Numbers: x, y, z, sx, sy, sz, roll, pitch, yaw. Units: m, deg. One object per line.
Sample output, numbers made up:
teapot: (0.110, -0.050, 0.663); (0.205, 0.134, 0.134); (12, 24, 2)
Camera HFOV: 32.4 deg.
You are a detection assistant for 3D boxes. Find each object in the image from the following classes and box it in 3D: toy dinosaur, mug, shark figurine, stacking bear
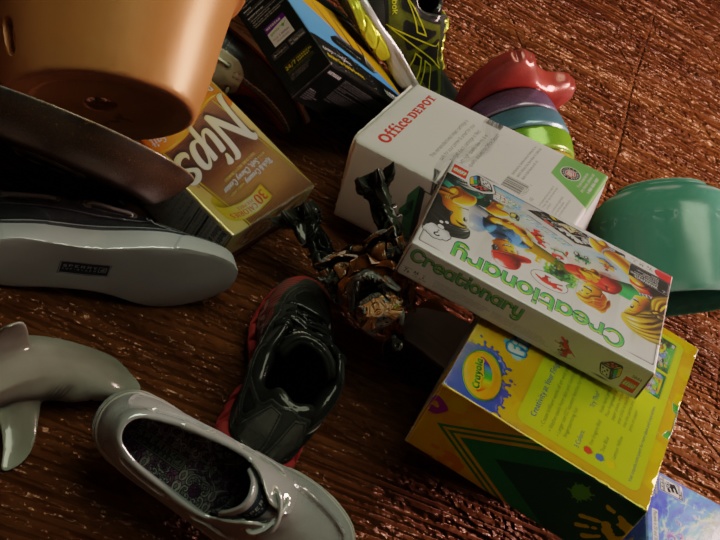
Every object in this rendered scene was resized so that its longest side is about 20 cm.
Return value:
toy dinosaur: (0.000, 0.000, 0.982); (0.102, 0.200, 0.136); (-25, 92, -17)
mug: (0.289, -0.020, 1.205); (0.151, 0.185, 0.115); (1, 78, -19)
shark figurine: (-0.231, 0.076, 0.755); (0.128, 0.090, 0.215); (40, 37, 1)
stacking bear: (0.167, -0.094, 1.218); (0.121, 0.114, 0.201); (15, 54, -48)

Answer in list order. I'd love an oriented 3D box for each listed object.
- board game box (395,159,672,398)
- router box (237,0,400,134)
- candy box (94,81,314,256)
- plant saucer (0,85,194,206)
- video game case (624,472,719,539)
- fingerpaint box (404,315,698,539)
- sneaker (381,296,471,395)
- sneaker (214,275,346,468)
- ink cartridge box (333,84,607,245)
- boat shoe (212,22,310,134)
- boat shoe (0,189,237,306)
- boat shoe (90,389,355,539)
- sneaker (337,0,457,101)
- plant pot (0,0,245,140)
board game box: (0.135, 0.003, 0.938); (0.199, 0.035, 0.126); (28, 39, 0)
router box: (-0.037, -0.201, 1.137); (0.149, 0.051, 0.200); (57, 16, 20)
candy box: (-0.147, -0.104, 1.013); (0.200, 0.055, 0.115); (45, 41, 7)
plant saucer: (-0.216, -0.088, 0.876); (0.200, 0.200, 0.032); (24, 84, -20)
video game case: (0.294, 0.281, 1.015); (0.181, 0.045, 0.200); (30, 40, -15)
fingerpaint box: (0.149, 0.093, 0.936); (0.167, 0.073, 0.200); (31, 39, 4)
sneaker: (0.118, 0.094, 1.020); (0.200, 0.073, 0.085); (41, 50, 2)
sneaker: (-0.047, 0.063, 0.905); (0.071, 0.098, 0.201); (29, 38, -11)
ink cartridge box: (0.097, -0.068, 1.091); (0.200, 0.085, 0.146); (28, 36, 13)
boat shoe: (-0.129, -0.191, 1.107); (0.200, 0.071, 0.063); (45, 77, -8)
boat shoe: (-0.185, -0.022, 0.901); (0.199, 0.072, 0.068); (5, 50, -28)
boat shoe: (-0.080, 0.141, 0.795); (0.200, 0.068, 0.072); (41, 80, -18)
sneaker: (0.059, -0.225, 1.225); (0.200, 0.085, 0.075); (41, 17, -51)
plant pot: (-0.180, -0.182, 0.892); (0.199, 0.200, 0.141); (12, 73, -31)
